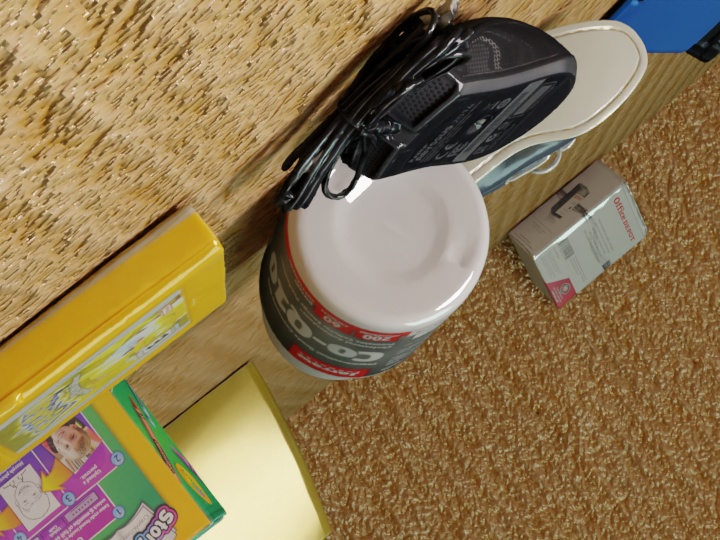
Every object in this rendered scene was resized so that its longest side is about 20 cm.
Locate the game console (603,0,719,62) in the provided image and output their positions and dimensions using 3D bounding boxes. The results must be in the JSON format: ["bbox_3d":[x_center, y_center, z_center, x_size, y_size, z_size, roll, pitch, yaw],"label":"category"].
[{"bbox_3d":[0.278,-0.257,1.487,0.200,0.117,0.172,-45,-156,53],"label":"game console"}]

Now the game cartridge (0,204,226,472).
[{"bbox_3d":[-0.152,0.053,0.963,0.200,0.033,0.176,-40,175,-8],"label":"game cartridge"}]

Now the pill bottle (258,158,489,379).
[{"bbox_3d":[0.000,0.000,1.140,0.114,0.114,0.200,-38,175,-17],"label":"pill bottle"}]

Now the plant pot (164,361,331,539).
[{"bbox_3d":[-0.141,0.235,1.886,0.199,0.177,0.200,-38,175,-19],"label":"plant pot"}]

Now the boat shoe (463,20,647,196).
[{"bbox_3d":[0.099,-0.094,1.276,0.199,0.075,0.062,-38,174,-3],"label":"boat shoe"}]

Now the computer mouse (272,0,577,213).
[{"bbox_3d":[0.040,-0.096,0.988,0.138,0.053,0.199,-44,163,31],"label":"computer mouse"}]

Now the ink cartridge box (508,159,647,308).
[{"bbox_3d":[0.359,-0.061,3.185,0.199,0.085,0.146,-38,136,-5],"label":"ink cartridge box"}]

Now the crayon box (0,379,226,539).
[{"bbox_3d":[-0.191,0.160,1.124,0.199,0.119,0.058,-39,175,1],"label":"crayon box"}]
